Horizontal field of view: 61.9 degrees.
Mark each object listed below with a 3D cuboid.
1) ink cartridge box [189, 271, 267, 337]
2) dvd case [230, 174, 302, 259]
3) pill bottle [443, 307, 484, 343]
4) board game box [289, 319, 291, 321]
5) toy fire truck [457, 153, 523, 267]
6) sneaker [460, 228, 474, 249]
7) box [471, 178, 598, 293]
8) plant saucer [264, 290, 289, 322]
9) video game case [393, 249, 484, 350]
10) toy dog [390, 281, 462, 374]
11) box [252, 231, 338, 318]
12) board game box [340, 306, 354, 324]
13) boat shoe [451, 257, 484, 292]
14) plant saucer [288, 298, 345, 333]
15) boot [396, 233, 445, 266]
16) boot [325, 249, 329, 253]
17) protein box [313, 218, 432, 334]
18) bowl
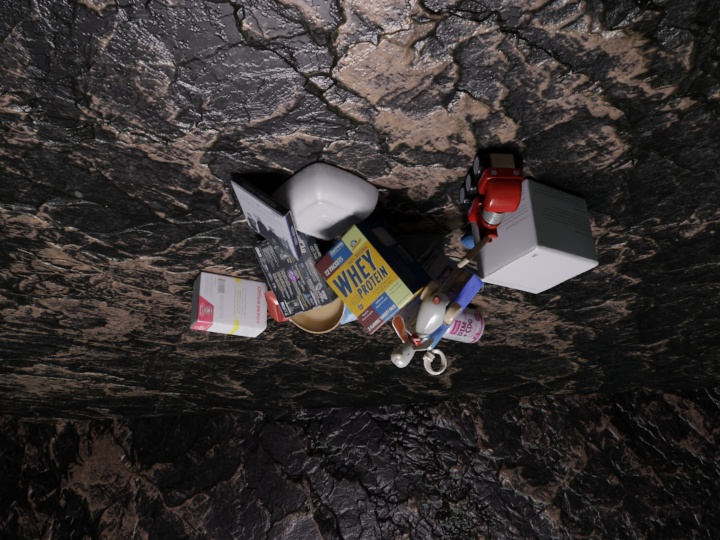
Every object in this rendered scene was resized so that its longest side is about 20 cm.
[{"bbox_3d":[-0.372,0.100,1.704,0.197,0.148,0.083,12,153,-28],"label":"ink cartridge box"},{"bbox_3d":[-0.201,-0.112,1.311,0.149,0.025,0.201,34,160,16],"label":"dvd case"},{"bbox_3d":[0.297,0.165,1.949,0.198,0.115,0.113,14,151,-32],"label":"pill bottle"},{"bbox_3d":[-0.066,0.093,1.650,0.198,0.026,0.199,6,151,-44],"label":"board game box"},{"bbox_3d":[0.261,-0.116,1.234,0.126,0.203,0.177,0,156,-7],"label":"toy fire truck"},{"bbox_3d":[0.341,-0.065,1.530,0.198,0.067,0.078,14,162,-32],"label":"sneaker"},{"bbox_3d":[0.395,-0.070,1.380,0.196,0.174,0.200,12,152,-29],"label":"box"},{"bbox_3d":[-0.159,0.087,1.658,0.196,0.037,0.200,-13,160,-9],"label":"plant saucer"},{"bbox_3d":[0.173,0.066,1.424,0.045,0.181,0.201,37,92,-30],"label":"video game case"},{"bbox_3d":[0.137,0.119,1.295,0.130,0.203,0.096,15,173,21],"label":"toy dog"},{"bbox_3d":[-0.159,0.001,1.471,0.158,0.203,0.043,-19,-171,32],"label":"box"},{"bbox_3d":[0.045,0.087,1.595,0.197,0.037,0.151,-16,169,-13],"label":"board game box"},{"bbox_3d":[0.275,0.013,1.682,0.199,0.061,0.072,15,150,-34],"label":"boat shoe"},{"bbox_3d":[-0.119,0.059,1.521,0.198,0.203,0.035,-19,-171,32],"label":"plant saucer"},{"bbox_3d":[0.108,-0.016,1.527,0.196,0.073,0.185,3,117,-19],"label":"boot"},{"bbox_3d":[0.000,-0.001,1.611,0.196,0.066,0.166,-6,143,-7],"label":"boot"},{"bbox_3d":[0.035,0.005,1.356,0.135,0.199,0.200,-43,173,19],"label":"protein box"},{"bbox_3d":[-0.078,-0.136,1.313,0.198,0.076,0.198,17,149,-39],"label":"bowl"}]
